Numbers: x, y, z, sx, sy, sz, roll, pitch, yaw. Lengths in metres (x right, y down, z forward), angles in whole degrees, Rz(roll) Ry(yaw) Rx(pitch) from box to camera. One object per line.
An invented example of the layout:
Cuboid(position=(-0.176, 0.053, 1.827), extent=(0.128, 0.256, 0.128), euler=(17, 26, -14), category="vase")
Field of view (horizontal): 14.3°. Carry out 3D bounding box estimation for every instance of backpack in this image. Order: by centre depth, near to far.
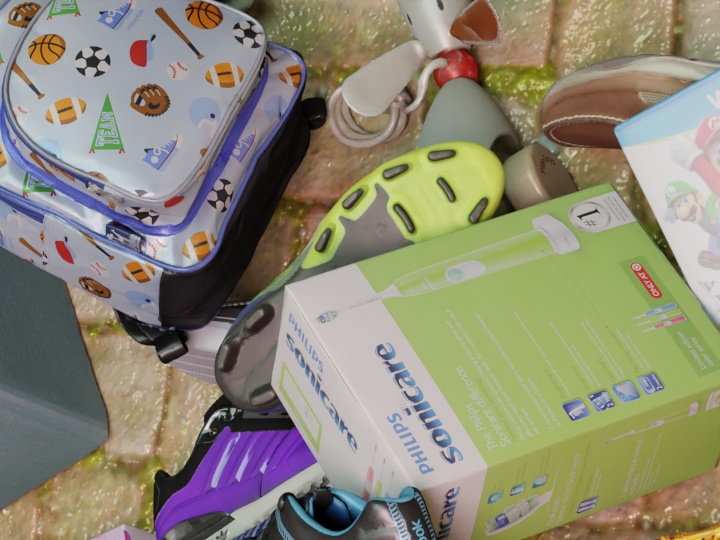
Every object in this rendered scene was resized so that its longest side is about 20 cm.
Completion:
Cuboid(position=(-0.141, -0.078, 1.637), extent=(0.190, 0.154, 0.200), euler=(18, 57, 16), category="backpack")

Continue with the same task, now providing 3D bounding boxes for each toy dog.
Cuboid(position=(0.043, -0.092, 1.626), extent=(0.132, 0.096, 0.200), euler=(-45, 55, 12), category="toy dog")

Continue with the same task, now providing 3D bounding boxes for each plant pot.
Cuboid(position=(-0.308, 0.046, 1.751), extent=(0.196, 0.200, 0.196), euler=(-33, 59, 21), category="plant pot")

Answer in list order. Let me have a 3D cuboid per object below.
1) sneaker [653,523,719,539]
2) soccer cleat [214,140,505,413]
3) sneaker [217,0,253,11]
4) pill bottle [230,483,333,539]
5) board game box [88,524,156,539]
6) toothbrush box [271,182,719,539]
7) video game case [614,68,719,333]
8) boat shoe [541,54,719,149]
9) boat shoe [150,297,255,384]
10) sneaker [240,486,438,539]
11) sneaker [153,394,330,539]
Cuboid(position=(0.185, 0.159, 1.453), extent=(0.199, 0.077, 0.073), euler=(-25, 60, 18), category="sneaker")
Cuboid(position=(-0.001, 0.000, 1.564), extent=(0.200, 0.084, 0.065), euler=(-43, 84, 12), category="soccer cleat")
Cuboid(position=(-0.128, -0.106, 1.759), extent=(0.077, 0.076, 0.201), euler=(14, 83, 41), category="sneaker")
Cuboid(position=(-0.017, 0.181, 1.559), extent=(0.200, 0.116, 0.116), euler=(-32, 58, 22), category="pill bottle")
Cuboid(position=(-0.189, 0.277, 1.687), extent=(0.199, 0.041, 0.201), euler=(-26, 61, 24), category="board game box")
Cuboid(position=(0.075, 0.056, 1.490), extent=(0.146, 0.199, 0.086), euler=(56, 151, 33), category="toothbrush box")
Cuboid(position=(0.234, -0.017, 1.473), extent=(0.143, 0.018, 0.201), euler=(-29, 82, 23), category="video game case")
Cuboid(position=(0.183, -0.073, 1.541), extent=(0.199, 0.076, 0.072), euler=(1, 76, 36), category="boat shoe")
Cuboid(position=(-0.024, 0.033, 1.654), extent=(0.199, 0.072, 0.071), euler=(3, 67, 24), category="boat shoe")
Cuboid(position=(-0.024, 0.144, 1.434), extent=(0.200, 0.073, 0.082), euler=(-5, 101, 47), category="sneaker")
Cuboid(position=(-0.044, 0.101, 1.632), extent=(0.200, 0.070, 0.100), euler=(-32, 59, 20), category="sneaker")
